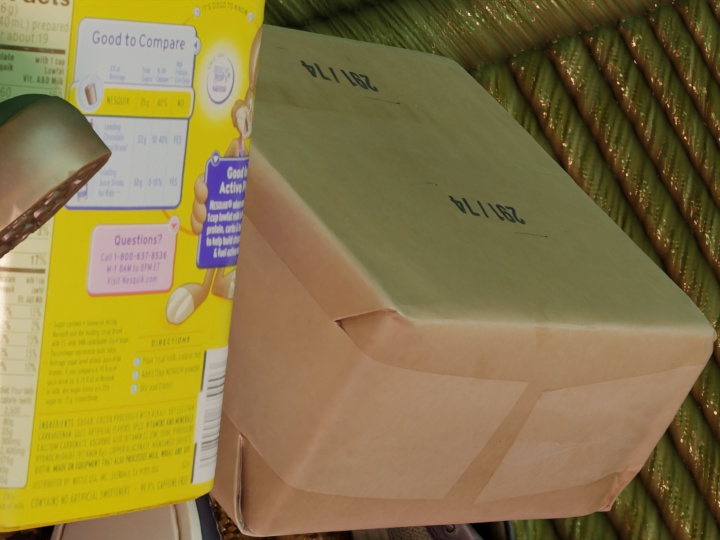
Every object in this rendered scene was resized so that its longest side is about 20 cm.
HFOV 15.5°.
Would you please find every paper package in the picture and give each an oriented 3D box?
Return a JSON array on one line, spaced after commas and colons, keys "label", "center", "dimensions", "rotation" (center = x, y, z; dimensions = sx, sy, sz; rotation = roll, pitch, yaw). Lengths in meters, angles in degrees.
[{"label": "paper package", "center": [0.000, 0.000, 0.985], "dimensions": [0.200, 0.104, 0.191], "rotation": [2, 38, -49]}]

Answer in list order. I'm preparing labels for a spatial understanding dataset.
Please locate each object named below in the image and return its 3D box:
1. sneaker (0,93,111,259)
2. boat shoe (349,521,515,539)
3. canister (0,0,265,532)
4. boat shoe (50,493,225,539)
[{"label": "sneaker", "center": [-0.172, -0.006, 0.750], "dimensions": [0.090, 0.200, 0.067], "rotation": [52, 15, 0]}, {"label": "boat shoe", "center": [0.020, 0.048, 1.112], "dimensions": [0.072, 0.066, 0.201], "rotation": [15, 52, -50]}, {"label": "canister", "center": [-0.097, -0.026, 0.840], "dimensions": [0.148, 0.086, 0.201], "rotation": [-3, 101, -56]}, {"label": "boat shoe", "center": [-0.059, 0.147, 0.898], "dimensions": [0.062, 0.075, 0.200], "rotation": [26, 41, -44]}]
